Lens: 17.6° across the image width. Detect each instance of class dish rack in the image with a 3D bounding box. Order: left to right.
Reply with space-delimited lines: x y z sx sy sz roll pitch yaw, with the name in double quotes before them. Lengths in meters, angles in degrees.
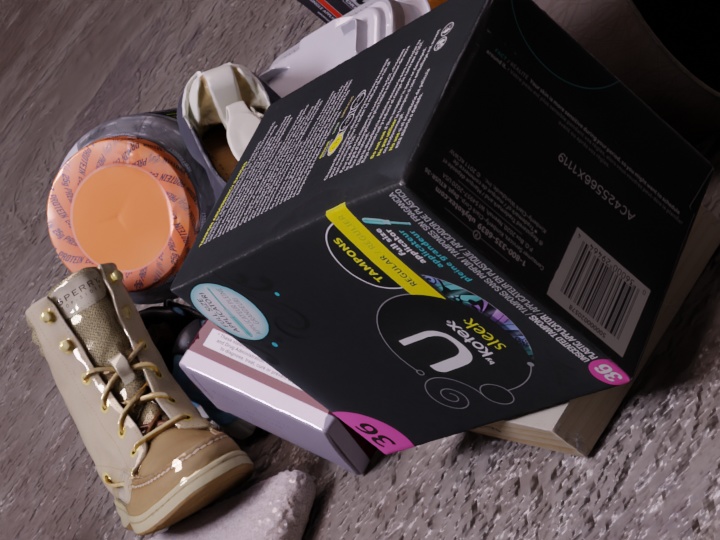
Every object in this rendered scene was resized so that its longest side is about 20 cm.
"dish rack" -0.021 -0.065 1.428 0.171 0.043 0.201 -25 57 53

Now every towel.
"towel" -0.105 0.192 1.306 0.200 0.034 0.133 -32 29 44

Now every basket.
"basket" 0.126 -0.126 1.182 0.135 0.181 0.200 -15 -12 -31

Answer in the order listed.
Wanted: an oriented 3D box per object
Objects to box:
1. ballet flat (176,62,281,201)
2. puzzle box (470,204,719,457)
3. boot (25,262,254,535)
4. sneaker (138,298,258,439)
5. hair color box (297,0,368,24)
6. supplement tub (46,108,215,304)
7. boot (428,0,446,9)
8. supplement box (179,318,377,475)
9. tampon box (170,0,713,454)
"ballet flat" -0.070 -0.083 1.395 0.073 0.073 0.200 -46 37 18
"puzzle box" 0.093 0.022 1.167 0.133 0.025 0.200 -57 20 -10
"boot" -0.133 0.071 1.357 0.072 0.156 0.200 -25 1 -15
"sneaker" -0.111 0.047 1.479 0.079 0.090 0.200 -57 19 -13
"hair color box" 0.053 -0.204 1.522 0.200 0.101 0.061 -25 32 53
"supplement tub" -0.127 -0.044 1.526 0.123 0.123 0.200 -47 -6 13
"boot" 0.099 -0.149 1.374 0.201 0.071 0.144 -34 26 32
"supplement box" 0.000 0.000 1.288 0.108 0.061 0.201 23 73 31
"tampon box" 0.036 -0.018 1.101 0.200 0.150 0.127 -24 33 53
